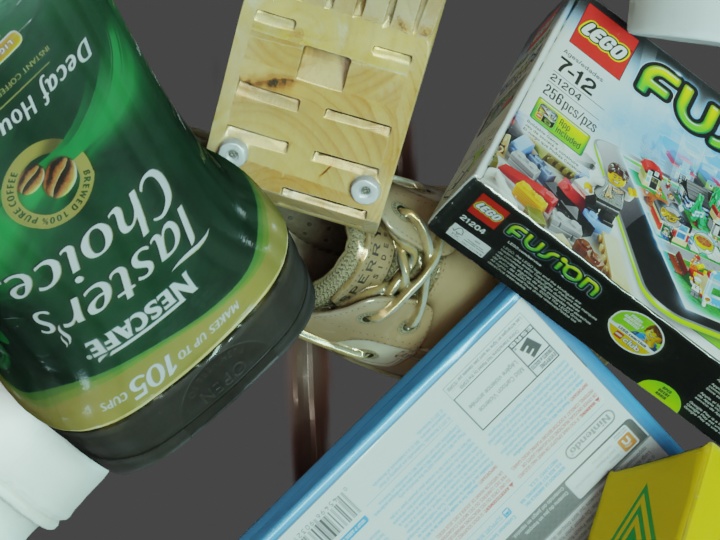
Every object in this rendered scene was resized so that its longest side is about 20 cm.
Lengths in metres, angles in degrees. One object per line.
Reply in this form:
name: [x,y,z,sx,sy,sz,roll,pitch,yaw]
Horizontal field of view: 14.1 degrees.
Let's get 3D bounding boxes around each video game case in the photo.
video game case: [0.067,0.118,1.025,0.143,0.018,0.200,-44,113,-1]

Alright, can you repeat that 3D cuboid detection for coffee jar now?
coffee jar: [-0.096,-0.029,0.884,0.104,0.085,0.200,-42,133,-7]

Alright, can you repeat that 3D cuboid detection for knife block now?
knife block: [0.010,-0.138,0.982,0.064,0.176,0.201,16,121,1]

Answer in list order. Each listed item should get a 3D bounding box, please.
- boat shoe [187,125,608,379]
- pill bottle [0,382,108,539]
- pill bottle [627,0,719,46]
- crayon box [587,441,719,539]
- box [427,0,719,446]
boat shoe: [0.000,0.000,1.010,0.199,0.065,0.072,14,94,-6]
pill bottle: [-0.182,0.109,0.979,0.200,0.111,0.111,-45,97,0]
pill bottle: [0.143,-0.175,0.984,0.111,0.112,0.201,6,94,-6]
crayon box: [0.147,0.185,0.978,0.200,0.058,0.173,38,53,-23]
box: [0.127,0.001,1.005,0.200,0.035,0.110,36,48,-8]
